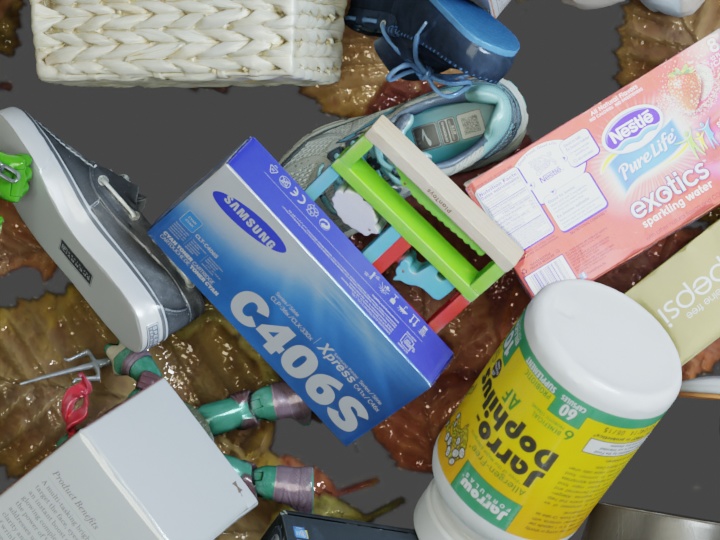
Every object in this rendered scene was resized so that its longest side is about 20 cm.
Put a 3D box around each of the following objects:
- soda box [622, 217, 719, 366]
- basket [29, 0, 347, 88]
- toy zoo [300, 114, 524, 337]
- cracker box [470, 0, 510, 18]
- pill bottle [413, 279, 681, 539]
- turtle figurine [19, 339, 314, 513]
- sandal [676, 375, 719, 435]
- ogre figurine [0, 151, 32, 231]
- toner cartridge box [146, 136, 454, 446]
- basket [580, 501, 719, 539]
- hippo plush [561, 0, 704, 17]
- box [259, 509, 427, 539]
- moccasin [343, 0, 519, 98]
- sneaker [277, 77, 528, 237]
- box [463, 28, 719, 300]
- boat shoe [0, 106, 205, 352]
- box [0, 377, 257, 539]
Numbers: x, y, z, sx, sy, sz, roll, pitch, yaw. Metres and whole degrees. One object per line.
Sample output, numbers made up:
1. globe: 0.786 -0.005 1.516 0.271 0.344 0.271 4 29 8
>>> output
1. soda box: 0.246 0.000 1.724 0.200 0.068 0.064 -38 86 4
2. basket: -0.113 -0.185 1.713 0.200 0.136 0.124 0 92 15
3. toy zoo: 0.000 0.000 1.718 0.131 0.020 0.200 44 129 -4
4. cracker box: 0.050 -0.235 1.678 0.134 0.200 0.058 40 91 4
5. pill bottle: 0.115 0.111 1.680 0.113 0.113 0.200 36 125 5
6. turtle figurine: -0.132 0.122 1.745 0.200 0.101 0.150 -1 93 -2
7. sandal: 0.307 0.110 1.712 0.206 0.079 0.059 10 87 3
8. ogre figurine: -0.316 -0.018 1.761 0.120 0.098 0.200 33 131 3
9. toner cartridge box: -0.040 0.015 1.707 0.200 0.043 0.095 47 129 -6
10. basket: 0.192 0.260 1.697 0.180 0.136 0.200 9 86 -2
11. hippo plush: 0.185 -0.268 1.686 0.159 0.161 0.200 -16 88 5
12. box: 0.025 0.256 1.660 0.160 0.200 0.044 12 133 -26
13. moccasin: 0.046 -0.152 1.698 0.080 0.200 0.068 25 101 -24
14. sneaker: 0.016 -0.080 1.736 0.200 0.086 0.078 -27 87 4
15. box: 0.179 -0.065 1.717 0.200 0.095 0.103 -32 86 4
16. boat shoe: -0.179 -0.038 1.766 0.068 0.072 0.200 -29 70 -29
17. box: -0.189 0.180 1.640 0.200 0.152 0.106 -39 88 18
